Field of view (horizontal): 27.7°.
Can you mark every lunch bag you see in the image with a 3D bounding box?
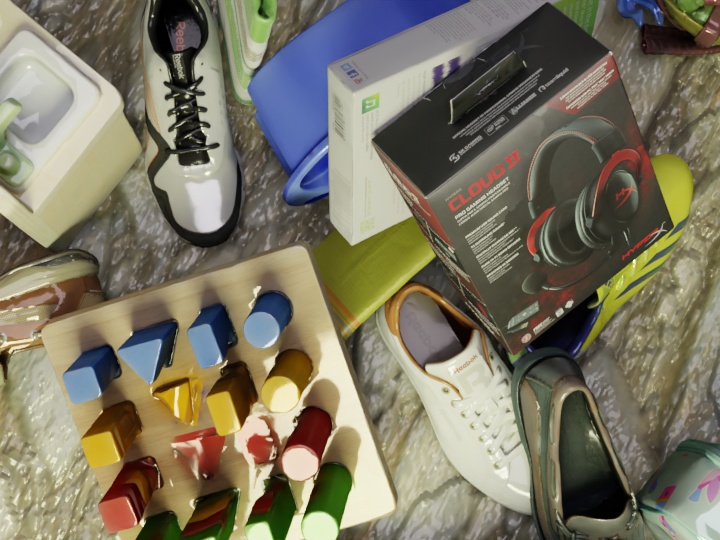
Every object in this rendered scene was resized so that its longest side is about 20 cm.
[{"bbox_3d":[0.288,0.201,0.992,0.200,0.160,0.077,40,84,4],"label":"lunch bag"}]

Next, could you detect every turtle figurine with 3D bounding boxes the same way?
[{"bbox_3d":[0.306,-0.217,1.053,0.193,0.144,0.201,38,87,-1],"label":"turtle figurine"}]

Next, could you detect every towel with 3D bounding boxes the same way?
[{"bbox_3d":[-0.079,-0.210,1.011,0.030,0.200,0.151,-10,84,-10],"label":"towel"},{"bbox_3d":[0.000,0.000,1.046,0.200,0.018,0.086,-42,45,-1],"label":"towel"}]

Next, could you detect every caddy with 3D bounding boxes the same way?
[{"bbox_3d":[0.015,-0.124,1.033,0.199,0.141,0.105,-36,80,-5],"label":"caddy"}]

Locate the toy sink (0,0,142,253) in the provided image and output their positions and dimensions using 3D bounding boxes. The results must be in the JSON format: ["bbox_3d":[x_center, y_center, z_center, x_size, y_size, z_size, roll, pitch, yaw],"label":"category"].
[{"bbox_3d":[-0.236,-0.105,0.992,0.130,0.200,0.112,38,84,4],"label":"toy sink"}]

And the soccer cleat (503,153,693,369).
[{"bbox_3d":[0.179,-0.002,1.051,0.065,0.084,0.201,40,84,2],"label":"soccer cleat"}]

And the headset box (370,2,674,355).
[{"bbox_3d":[0.107,-0.062,0.950,0.148,0.201,0.075,-37,47,-5],"label":"headset box"}]

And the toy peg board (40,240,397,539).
[{"bbox_3d":[-0.100,0.111,0.973,0.198,0.098,0.201,-17,102,10],"label":"toy peg board"}]

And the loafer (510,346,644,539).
[{"bbox_3d":[0.155,0.153,1.008,0.071,0.063,0.202,-24,109,-10],"label":"loafer"}]

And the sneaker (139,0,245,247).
[{"bbox_3d":[-0.129,-0.117,1.058,0.073,0.080,0.202,-10,85,-3],"label":"sneaker"}]

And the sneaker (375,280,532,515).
[{"bbox_3d":[0.079,0.093,1.037,0.073,0.085,0.200,-39,87,-8],"label":"sneaker"}]

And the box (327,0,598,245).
[{"bbox_3d":[0.068,-0.113,0.978,0.199,0.145,0.036,-25,55,-20],"label":"box"}]

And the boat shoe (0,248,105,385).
[{"bbox_3d":[-0.274,0.049,1.036,0.198,0.076,0.075,-20,87,-3],"label":"boat shoe"}]
